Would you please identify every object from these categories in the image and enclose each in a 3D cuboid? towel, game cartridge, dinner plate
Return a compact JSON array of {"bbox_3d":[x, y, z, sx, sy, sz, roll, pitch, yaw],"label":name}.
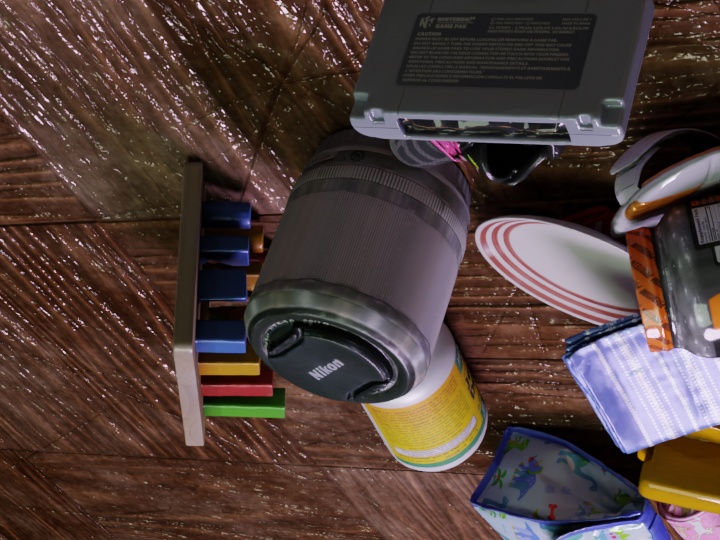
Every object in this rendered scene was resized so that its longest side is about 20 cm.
[{"bbox_3d":[0.286,0.082,1.367,0.200,0.024,0.145,-20,125,20],"label":"towel"},{"bbox_3d":[0.101,-0.152,1.143,0.200,0.133,0.042,5,146,25],"label":"game cartridge"},{"bbox_3d":[0.194,-0.001,1.403,0.200,0.024,0.200,25,163,8],"label":"dinner plate"}]

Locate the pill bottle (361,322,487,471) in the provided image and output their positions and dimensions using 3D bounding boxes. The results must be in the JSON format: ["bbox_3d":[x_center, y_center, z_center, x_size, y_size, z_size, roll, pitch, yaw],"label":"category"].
[{"bbox_3d":[0.050,0.107,1.611,0.113,0.113,0.200,4,146,25],"label":"pill bottle"}]

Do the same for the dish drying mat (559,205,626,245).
[{"bbox_3d":[0.259,0.008,1.426,0.200,0.018,0.077,36,145,-25],"label":"dish drying mat"}]

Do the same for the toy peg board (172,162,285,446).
[{"bbox_3d":[-0.118,0.034,1.529,0.098,0.200,0.199,0,149,-2],"label":"toy peg board"}]

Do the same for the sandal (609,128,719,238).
[{"bbox_3d":[0.228,-0.074,1.266,0.079,0.059,0.207,-17,171,-10],"label":"sandal"}]

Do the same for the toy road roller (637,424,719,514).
[{"bbox_3d":[0.309,0.164,1.512,0.123,0.146,0.200,12,154,12],"label":"toy road roller"}]

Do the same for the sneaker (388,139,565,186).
[{"bbox_3d":[0.092,-0.107,1.266,0.200,0.088,0.074,-12,138,42],"label":"sneaker"}]

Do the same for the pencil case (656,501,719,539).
[{"bbox_3d":[0.398,0.271,1.708,0.086,0.083,0.200,-21,131,38],"label":"pencil case"}]

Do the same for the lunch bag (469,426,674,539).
[{"bbox_3d":[0.244,0.272,1.729,0.200,0.128,0.170,10,151,37],"label":"lunch bag"}]

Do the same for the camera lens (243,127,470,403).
[{"bbox_3d":[0.000,0.000,1.379,0.160,0.200,0.160,14,150,8],"label":"camera lens"}]

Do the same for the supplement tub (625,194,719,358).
[{"bbox_3d":[0.307,-0.003,1.226,0.200,0.123,0.123,-12,142,12],"label":"supplement tub"}]
